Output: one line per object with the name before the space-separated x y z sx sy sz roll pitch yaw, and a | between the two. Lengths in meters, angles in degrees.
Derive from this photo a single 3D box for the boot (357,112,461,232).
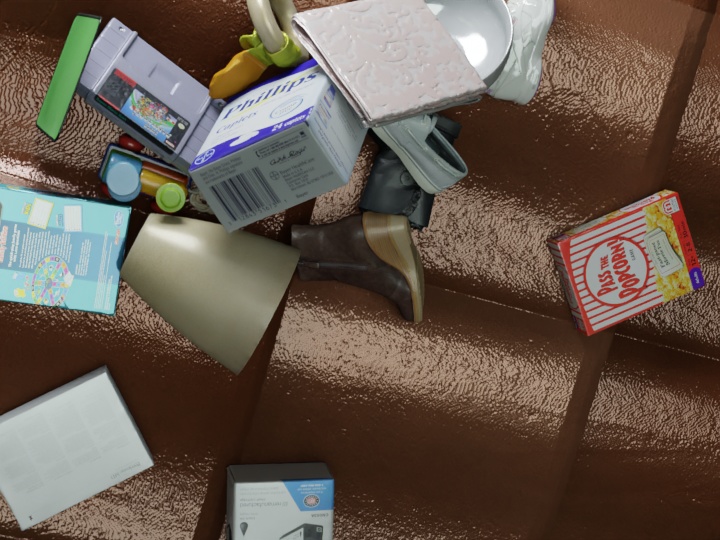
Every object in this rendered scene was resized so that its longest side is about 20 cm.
boot | 0.030 -0.157 1.742 0.200 0.076 0.168 21 91 -21

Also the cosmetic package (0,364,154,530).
cosmetic package | -0.406 0.242 1.725 0.200 0.052 0.151 -26 102 -8

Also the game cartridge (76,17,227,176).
game cartridge | -0.273 -0.227 1.650 0.200 0.038 0.130 36 47 -16

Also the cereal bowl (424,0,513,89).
cereal bowl | 0.107 -0.304 1.710 0.200 0.083 0.200 -2 66 4

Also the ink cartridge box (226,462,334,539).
ink cartridge box | -0.116 0.383 1.796 0.145 0.084 0.200 0 99 -13

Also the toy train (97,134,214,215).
toy train | -0.246 -0.105 1.666 0.200 0.116 0.085 20 101 -15

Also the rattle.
rattle | -0.156 -0.350 1.680 0.143 0.130 0.200 -22 91 36

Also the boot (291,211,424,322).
boot | 0.000 0.000 1.771 0.166 0.072 0.200 -6 131 12

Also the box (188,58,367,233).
box | -0.097 -0.168 1.610 0.184 0.200 0.105 -20 118 24

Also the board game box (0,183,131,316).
board game box | -0.416 -0.029 1.679 0.200 0.047 0.151 9 97 -14

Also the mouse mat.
mouse mat | -0.367 -0.245 1.576 0.008 0.200 0.161 19 95 -25

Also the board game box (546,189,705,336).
board game box | 0.394 -0.012 1.864 0.200 0.046 0.152 -23 103 -8

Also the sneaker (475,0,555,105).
sneaker | 0.213 -0.335 1.755 0.099 0.075 0.200 7 97 -14

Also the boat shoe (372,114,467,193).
boat shoe | 0.072 -0.189 1.662 0.071 0.070 0.201 -24 122 29

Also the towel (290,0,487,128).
towel | 0.038 -0.271 1.600 0.200 0.032 0.191 -19 64 -34

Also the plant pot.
plant pot | -0.210 0.011 1.673 0.200 0.187 0.188 27 93 -8
